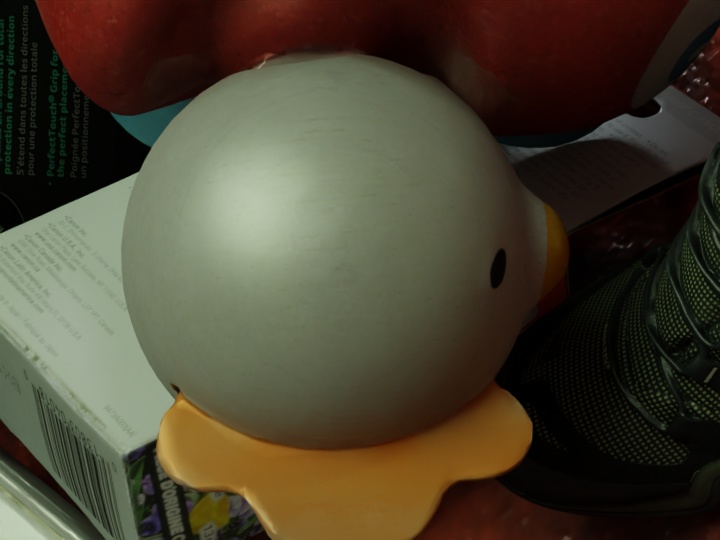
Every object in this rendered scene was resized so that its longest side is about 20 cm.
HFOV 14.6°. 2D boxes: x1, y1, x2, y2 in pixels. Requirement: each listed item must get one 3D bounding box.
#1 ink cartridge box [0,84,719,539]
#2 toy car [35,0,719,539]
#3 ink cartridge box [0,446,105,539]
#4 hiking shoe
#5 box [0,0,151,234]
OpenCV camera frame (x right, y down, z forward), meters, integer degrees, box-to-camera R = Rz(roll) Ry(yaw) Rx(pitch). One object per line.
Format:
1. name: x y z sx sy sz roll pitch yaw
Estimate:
1. ink cartridge box: 0.000 0.000 0.767 0.199 0.051 0.109 -25 39 -21
2. toy car: 0.010 -0.027 0.656 0.176 0.184 0.201 -2 68 -5
3. ink cartridge box: -0.142 0.143 0.770 0.147 0.083 0.200 35 88 33
4. hiking shoe: 0.100 -0.007 0.670 0.199 0.101 0.076 -27 48 24
5. box: -0.161 -0.045 0.818 0.148 0.199 0.125 4 93 45
